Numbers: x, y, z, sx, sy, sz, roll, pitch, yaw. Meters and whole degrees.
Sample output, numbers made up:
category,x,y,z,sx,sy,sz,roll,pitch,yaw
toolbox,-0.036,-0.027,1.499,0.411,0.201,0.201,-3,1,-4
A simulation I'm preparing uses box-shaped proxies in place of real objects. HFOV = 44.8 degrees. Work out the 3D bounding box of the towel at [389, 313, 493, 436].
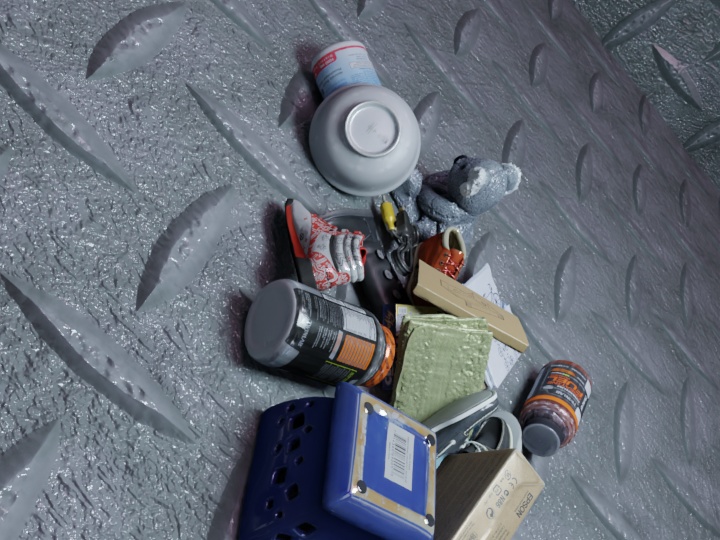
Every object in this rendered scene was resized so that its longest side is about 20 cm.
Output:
category,x,y,z,sx,sy,sz,roll,pitch,yaw
towel,0.119,0.164,1.332,0.148,0.036,0.200,5,100,-12

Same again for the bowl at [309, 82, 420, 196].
category,x,y,z,sx,sy,sz,roll,pitch,yaw
bowl,0.014,-0.232,1.487,0.201,0.201,0.090,58,-8,-1

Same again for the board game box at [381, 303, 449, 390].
category,x,y,z,sx,sy,sz,roll,pitch,yaw
board game box,0.118,0.127,1.424,0.200,0.035,0.136,6,81,-40

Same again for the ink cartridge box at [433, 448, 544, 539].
category,x,y,z,sx,sy,sz,roll,pitch,yaw
ink cartridge box,0.133,0.342,1.193,0.075,0.165,0.200,50,57,-9

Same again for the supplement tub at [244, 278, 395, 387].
category,x,y,z,sx,sy,sz,roll,pitch,yaw
supplement tub,-0.053,0.096,1.236,0.200,0.122,0.123,24,48,-38

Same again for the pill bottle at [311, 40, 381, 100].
category,x,y,z,sx,sy,sz,roll,pitch,yaw
pill bottle,-0.008,-0.309,1.597,0.109,0.109,0.200,-5,68,-51

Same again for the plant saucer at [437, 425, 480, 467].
category,x,y,z,sx,sy,sz,roll,pitch,yaw
plant saucer,0.137,0.281,1.405,0.200,0.019,0.070,-20,89,-52

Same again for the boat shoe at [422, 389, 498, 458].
category,x,y,z,sx,sy,sz,roll,pitch,yaw
boat shoe,0.122,0.245,1.293,0.060,0.200,0.076,60,7,-5

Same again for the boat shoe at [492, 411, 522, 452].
category,x,y,z,sx,sy,sz,roll,pitch,yaw
boat shoe,0.243,0.329,1.472,0.200,0.071,0.064,-86,164,-50

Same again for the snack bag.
category,x,y,z,sx,sy,sz,roll,pitch,yaw
snack bag,0.242,0.096,1.621,0.189,0.021,0.200,-32,104,-59

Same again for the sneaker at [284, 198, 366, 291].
category,x,y,z,sx,sy,sz,roll,pitch,yaw
sneaker,-0.052,-0.044,1.318,0.202,0.108,0.067,-108,-170,-50

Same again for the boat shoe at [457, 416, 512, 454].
category,x,y,z,sx,sy,sz,roll,pitch,yaw
boat shoe,0.188,0.301,1.384,0.200,0.072,0.068,-53,127,-42

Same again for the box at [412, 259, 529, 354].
category,x,y,z,sx,sy,sz,roll,pitch,yaw
box,0.175,0.056,1.420,0.200,0.021,0.164,29,14,-3

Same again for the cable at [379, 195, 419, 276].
category,x,y,z,sx,sy,sz,roll,pitch,yaw
cable,0.069,-0.045,1.531,0.097,0.050,0.200,52,25,-36

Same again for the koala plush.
category,x,y,z,sx,sy,sz,roll,pitch,yaw
koala plush,0.195,-0.140,1.633,0.177,0.200,0.184,-6,69,-52

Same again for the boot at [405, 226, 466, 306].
category,x,y,z,sx,sy,sz,roll,pitch,yaw
boot,0.137,0.012,1.532,0.075,0.107,0.200,28,47,-28

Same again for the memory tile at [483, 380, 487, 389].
category,x,y,z,sx,sy,sz,roll,pitch,yaw
memory tile,0.145,0.166,1.508,0.200,0.017,0.153,-25,84,-53

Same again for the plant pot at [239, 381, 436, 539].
category,x,y,z,sx,sy,sz,roll,pitch,yaw
plant pot,-0.013,0.268,1.111,0.200,0.180,0.200,34,43,-28

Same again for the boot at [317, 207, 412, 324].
category,x,y,z,sx,sy,sz,roll,pitch,yaw
boot,0.001,0.000,1.428,0.165,0.066,0.200,-11,78,-50

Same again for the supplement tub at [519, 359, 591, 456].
category,x,y,z,sx,sy,sz,roll,pitch,yaw
supplement tub,0.358,0.257,1.614,0.107,0.107,0.200,53,36,-7
